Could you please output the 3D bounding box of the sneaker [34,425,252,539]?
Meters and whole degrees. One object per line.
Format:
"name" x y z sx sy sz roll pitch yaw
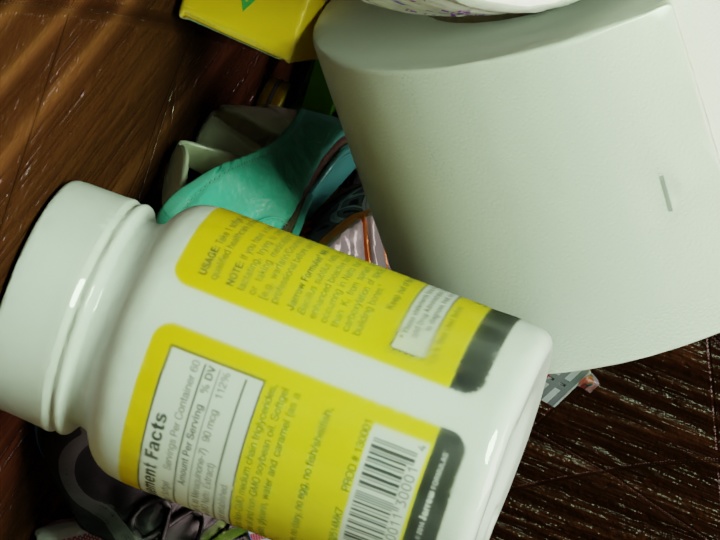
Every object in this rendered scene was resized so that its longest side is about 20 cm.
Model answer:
"sneaker" -0.076 0.126 1.301 0.083 0.071 0.200 -112 176 -59

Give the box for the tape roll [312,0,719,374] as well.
"tape roll" 0.095 -0.065 1.240 0.203 0.202 0.140 -59 135 -56

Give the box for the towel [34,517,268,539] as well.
"towel" -0.075 0.126 1.435 0.200 0.146 0.030 85 -12 -73

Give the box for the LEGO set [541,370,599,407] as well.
"LEGO set" 0.096 -0.029 1.576 0.154 0.116 0.200 -50 -144 16

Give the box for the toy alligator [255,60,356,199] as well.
"toy alligator" -0.018 -0.083 1.513 0.054 0.059 0.201 -46 155 -73

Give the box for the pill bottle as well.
"pill bottle" -0.036 0.042 1.163 0.114 0.199 0.115 21 90 -82

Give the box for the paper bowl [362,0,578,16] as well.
"paper bowl" 0.031 -0.197 1.147 0.104 0.200 0.201 4 -112 52

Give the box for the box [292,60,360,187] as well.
"box" 0.000 -0.085 1.687 0.199 0.050 0.201 -61 168 -53

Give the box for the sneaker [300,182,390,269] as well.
"sneaker" 0.000 0.000 1.424 0.200 0.077 0.079 -29 117 -60

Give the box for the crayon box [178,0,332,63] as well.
"crayon box" -0.007 -0.182 1.321 0.200 0.058 0.173 -29 138 -79

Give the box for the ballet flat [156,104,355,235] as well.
"ballet flat" -0.048 -0.043 1.353 0.067 0.070 0.200 -50 -178 20
